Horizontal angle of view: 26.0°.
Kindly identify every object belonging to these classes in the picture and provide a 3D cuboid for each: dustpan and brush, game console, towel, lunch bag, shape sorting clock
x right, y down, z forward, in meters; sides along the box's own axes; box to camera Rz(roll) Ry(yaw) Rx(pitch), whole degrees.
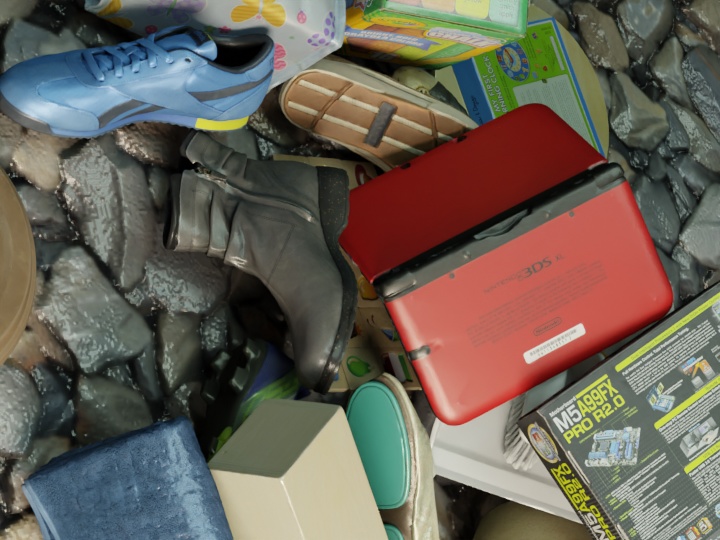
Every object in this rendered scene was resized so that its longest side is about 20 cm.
[{"bbox_3d":[0.140,0.069,1.146,0.139,0.057,0.201,18,62,2],"label":"dustpan and brush"},{"bbox_3d":[0.099,-0.009,1.148,0.199,0.119,0.173,-27,100,-10],"label":"game console"},{"bbox_3d":[-0.122,0.195,0.937,0.049,0.111,0.201,6,64,-79],"label":"towel"},{"bbox_3d":[-0.100,-0.259,1.137,0.169,0.127,0.201,24,52,-37],"label":"lunch bag"},{"bbox_3d":[0.141,-0.143,1.369,0.199,0.039,0.202,14,68,-36],"label":"shape sorting clock"}]

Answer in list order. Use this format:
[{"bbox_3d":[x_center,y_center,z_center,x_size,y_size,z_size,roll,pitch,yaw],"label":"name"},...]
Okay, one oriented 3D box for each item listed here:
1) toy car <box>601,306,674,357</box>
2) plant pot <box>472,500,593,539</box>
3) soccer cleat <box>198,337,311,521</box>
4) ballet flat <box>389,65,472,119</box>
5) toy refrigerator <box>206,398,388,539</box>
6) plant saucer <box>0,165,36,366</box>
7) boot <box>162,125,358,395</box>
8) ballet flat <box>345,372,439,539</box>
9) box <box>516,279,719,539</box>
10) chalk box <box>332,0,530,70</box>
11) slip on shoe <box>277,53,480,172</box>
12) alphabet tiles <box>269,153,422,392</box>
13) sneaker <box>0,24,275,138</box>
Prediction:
[{"bbox_3d":[0.206,0.067,1.227,0.200,0.184,0.177,52,46,-21],"label":"toy car"},{"bbox_3d":[0.132,0.272,1.113,0.187,0.187,0.201,31,40,-30],"label":"plant pot"},{"bbox_3d":[-0.081,0.137,1.031,0.084,0.064,0.201,40,50,-27],"label":"soccer cleat"},{"bbox_3d":[0.088,-0.082,1.275,0.066,0.057,0.201,-36,99,-16],"label":"ballet flat"},{"bbox_3d":[-0.030,0.187,1.011,0.076,0.070,0.201,-48,129,-43],"label":"toy refrigerator"},{"bbox_3d":[-0.279,-0.018,0.938,0.199,0.029,0.202,19,60,-37],"label":"plant saucer"},{"bbox_3d":[-0.075,-0.006,1.072,0.131,0.070,0.201,13,43,-19],"label":"boot"},{"bbox_3d":[0.028,0.167,1.109,0.062,0.067,0.202,-15,104,-55],"label":"ballet flat"},{"bbox_3d":[0.235,0.119,1.111,0.199,0.044,0.161,-32,84,-22],"label":"box"},{"bbox_3d":[0.054,-0.234,1.180,0.123,0.200,0.125,8,85,-21],"label":"chalk box"},{"bbox_3d":[0.024,-0.114,1.220,0.199,0.076,0.061,21,25,-19],"label":"slip on shoe"},{"bbox_3d":[0.000,0.000,1.166,0.166,0.008,0.201,2,57,-38],"label":"alphabet tiles"},{"bbox_3d":[-0.148,-0.137,1.053,0.199,0.079,0.066,-5,54,-34],"label":"sneaker"}]
